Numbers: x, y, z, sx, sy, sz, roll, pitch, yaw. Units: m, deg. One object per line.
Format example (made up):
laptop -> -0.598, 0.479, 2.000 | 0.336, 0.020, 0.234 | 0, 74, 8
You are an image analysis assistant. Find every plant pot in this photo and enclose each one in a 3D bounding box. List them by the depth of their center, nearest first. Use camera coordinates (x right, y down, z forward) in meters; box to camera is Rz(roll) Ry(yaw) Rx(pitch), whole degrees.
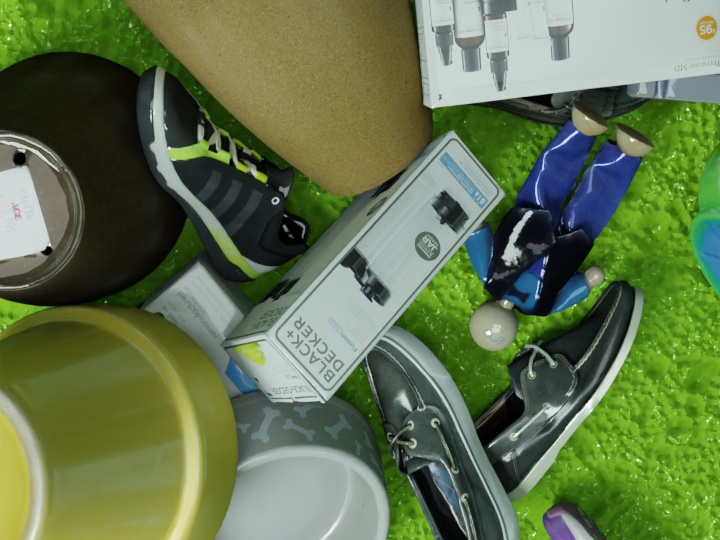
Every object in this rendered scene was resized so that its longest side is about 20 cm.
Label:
plant pot -> -0.201, 0.122, 0.641 | 0.197, 0.189, 0.205 | -1, 87, 17
plant pot -> -0.214, -0.051, 0.690 | 0.183, 0.200, 0.191 | -1, 101, -4
plant pot -> -0.033, -0.159, 0.709 | 0.185, 0.187, 0.201 | -33, 115, 2

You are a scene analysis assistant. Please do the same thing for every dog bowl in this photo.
dog bowl -> -0.066, 0.190, 0.781 | 0.196, 0.059, 0.204 | -10, 121, -17

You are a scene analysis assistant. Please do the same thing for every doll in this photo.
doll -> 0.138, -0.027, 0.787 | 0.134, 0.049, 0.202 | 21, 112, -13

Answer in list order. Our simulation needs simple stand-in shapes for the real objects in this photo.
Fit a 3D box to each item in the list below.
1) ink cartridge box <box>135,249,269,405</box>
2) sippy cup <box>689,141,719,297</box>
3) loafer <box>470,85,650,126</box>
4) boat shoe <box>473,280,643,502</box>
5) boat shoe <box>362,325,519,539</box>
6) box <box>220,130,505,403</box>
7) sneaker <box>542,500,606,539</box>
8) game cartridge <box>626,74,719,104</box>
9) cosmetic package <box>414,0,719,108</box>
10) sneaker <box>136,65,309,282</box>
ink cartridge box -> -0.159, 0.095, 0.788 | 0.199, 0.068, 0.116 | -40, 100, 4
sippy cup -> 0.345, -0.028, 0.781 | 0.130, 0.140, 0.179 | -37, 132, -7
loafer -> 0.135, -0.145, 0.770 | 0.196, 0.063, 0.073 | 3, 100, -5
boat shoe -> 0.150, 0.088, 0.808 | 0.067, 0.072, 0.201 | 34, 101, -7
boat shoe -> 0.054, 0.137, 0.788 | 0.056, 0.068, 0.202 | -25, 82, -43
box -> 0.000, 0.000, 0.723 | 0.060, 0.116, 0.200 | 46, 70, -11
sneaker -> 0.191, 0.289, 0.849 | 0.087, 0.081, 0.203 | -26, 102, 9
game cartridge -> 0.292, -0.180, 0.718 | 0.196, 0.038, 0.133 | 5, 98, -3
cosmetic package -> 0.137, -0.160, 0.674 | 0.196, 0.051, 0.084 | -8, 104, -2
sneaker -> -0.089, -0.072, 0.731 | 0.081, 0.073, 0.201 | -15, 139, 11
